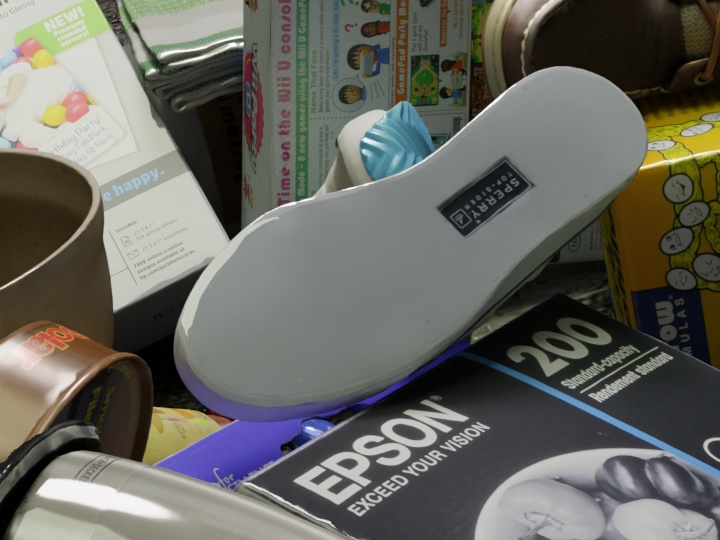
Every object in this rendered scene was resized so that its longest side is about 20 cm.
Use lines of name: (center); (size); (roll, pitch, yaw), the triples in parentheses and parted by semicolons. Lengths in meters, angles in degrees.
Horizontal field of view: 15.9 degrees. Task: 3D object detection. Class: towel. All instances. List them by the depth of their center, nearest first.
towel: (-0.044, -0.134, 1.218); (0.149, 0.031, 0.200); (-12, 26, -9)

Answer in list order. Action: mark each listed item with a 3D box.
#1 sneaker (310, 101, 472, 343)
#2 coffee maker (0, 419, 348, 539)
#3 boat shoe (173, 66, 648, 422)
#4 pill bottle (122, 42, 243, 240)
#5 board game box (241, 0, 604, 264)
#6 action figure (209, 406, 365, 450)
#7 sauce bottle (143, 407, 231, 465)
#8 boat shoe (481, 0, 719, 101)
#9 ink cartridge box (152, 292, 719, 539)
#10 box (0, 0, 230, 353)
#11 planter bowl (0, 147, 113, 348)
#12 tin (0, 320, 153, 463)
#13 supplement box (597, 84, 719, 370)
sneaker: (0.000, 0.000, 1.009); (0.080, 0.077, 0.200); (-13, -21, -5)
coffee maker: (-0.007, 0.149, 0.670); (0.199, 0.193, 0.135); (14, 39, 12)
boat shoe: (0.017, 0.002, 0.877); (0.200, 0.074, 0.065); (-28, -18, -29)
pill bottle: (-0.065, -0.064, 1.240); (0.199, 0.115, 0.114); (-17, 23, -12)
board game box: (0.051, -0.077, 1.118); (0.199, 0.148, 0.064); (-4, 20, -14)
action figure: (0.035, 0.077, 0.941); (0.200, 0.052, 0.065); (16, 41, 41)
sauce bottle: (-0.117, 0.075, 0.890); (0.066, 0.066, 0.200); (7, -2, 39)
boat shoe: (0.139, -0.107, 1.013); (0.199, 0.072, 0.072); (-18, 20, -32)
ink cartridge box: (0.050, 0.068, 0.835); (0.199, 0.044, 0.198); (24, 29, 27)
box: (-0.161, -0.039, 1.149); (0.155, 0.041, 0.200); (-27, 59, -6)
planter bowl: (-0.183, 0.052, 0.997); (0.199, 0.135, 0.200); (-10, 23, 4)
tin: (-0.114, 0.108, 0.752); (0.042, 0.201, 0.112); (25, 20, 17)
supplement box: (0.196, -0.027, 1.024); (0.199, 0.109, 0.110); (-12, 22, 2)
